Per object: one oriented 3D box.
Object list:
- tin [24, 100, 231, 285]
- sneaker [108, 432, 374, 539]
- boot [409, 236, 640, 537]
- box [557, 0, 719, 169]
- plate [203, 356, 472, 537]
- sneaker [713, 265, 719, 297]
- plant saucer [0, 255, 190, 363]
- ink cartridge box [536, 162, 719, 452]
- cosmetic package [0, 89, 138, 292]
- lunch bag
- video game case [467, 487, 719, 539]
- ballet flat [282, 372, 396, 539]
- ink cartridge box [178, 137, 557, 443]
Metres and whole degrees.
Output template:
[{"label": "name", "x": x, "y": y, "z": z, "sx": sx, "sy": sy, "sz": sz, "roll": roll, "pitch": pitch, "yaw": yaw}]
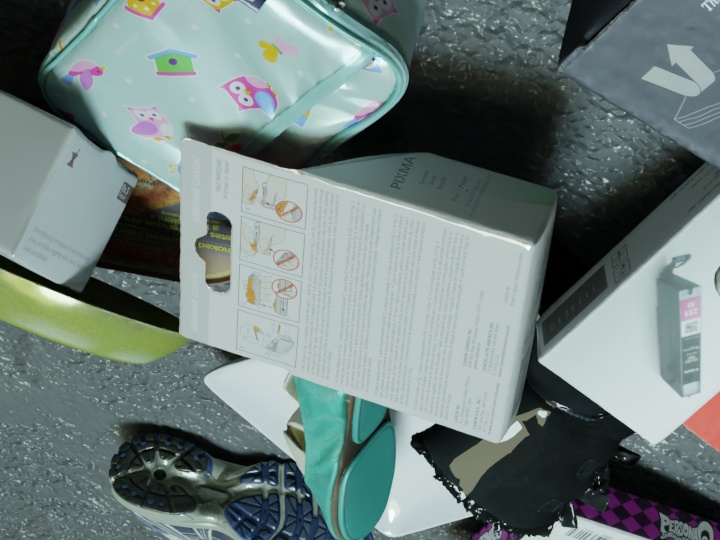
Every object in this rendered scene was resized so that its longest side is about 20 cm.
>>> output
[{"label": "tin", "x": -0.150, "y": -0.047, "z": 1.247, "sx": 0.198, "sy": 0.042, "sz": 0.112, "roll": 10, "pitch": 138, "yaw": 11}, {"label": "sneaker", "x": -0.082, "y": 0.177, "z": 1.483, "sx": 0.199, "sy": 0.077, "sz": 0.085, "roll": 21, "pitch": 154, "yaw": 9}, {"label": "boot", "x": 0.094, "y": 0.069, "z": 1.229, "sx": 0.198, "sy": 0.074, "sz": 0.162, "roll": 33, "pitch": 125, "yaw": -24}, {"label": "box", "x": 0.227, "y": -0.130, "z": 0.915, "sx": 0.199, "sy": 0.118, "sz": 0.197, "roll": 29, "pitch": 142, "yaw": -15}, {"label": "plate", "x": 0.029, "y": 0.093, "z": 1.349, "sx": 0.199, "sy": 0.032, "sz": 0.200, "roll": -21, "pitch": 128, "yaw": 41}, {"label": "sneaker", "x": 0.259, "y": 0.034, "z": 1.064, "sx": 0.088, "sy": 0.074, "sz": 0.200, "roll": -30, "pitch": 126, "yaw": 34}, {"label": "plant saucer", "x": -0.194, "y": 0.013, "z": 1.231, "sx": 0.199, "sy": 0.031, "sz": 0.200, "roll": 22, "pitch": -179, "yaw": 0}, {"label": "ink cartridge box", "x": 0.223, "y": 0.022, "z": 1.114, "sx": 0.173, "sy": 0.044, "sz": 0.200, "roll": 35, "pitch": 118, "yaw": -20}, {"label": "cosmetic package", "x": -0.235, "y": -0.071, "z": 1.146, "sx": 0.199, "sy": 0.082, "sz": 0.113, "roll": 27, "pitch": 176, "yaw": 18}, {"label": "lunch bag", "x": -0.065, "y": -0.117, "z": 1.087, "sx": 0.160, "sy": 0.077, "sz": 0.200, "roll": 34, "pitch": 141, "yaw": -19}, {"label": "video game case", "x": 0.174, "y": 0.211, "z": 1.409, "sx": 0.199, "sy": 0.036, "sz": 0.181, "roll": 19, "pitch": 145, "yaw": -17}, {"label": "ballet flat", "x": -0.015, "y": 0.094, "z": 1.304, "sx": 0.070, "sy": 0.067, "sz": 0.201, "roll": 33, "pitch": 148, "yaw": 23}, {"label": "ink cartridge box", "x": 0.000, "y": 0.000, "z": 1.130, "sx": 0.199, "sy": 0.050, "sz": 0.162, "roll": 19, "pitch": 137, "yaw": 13}]
